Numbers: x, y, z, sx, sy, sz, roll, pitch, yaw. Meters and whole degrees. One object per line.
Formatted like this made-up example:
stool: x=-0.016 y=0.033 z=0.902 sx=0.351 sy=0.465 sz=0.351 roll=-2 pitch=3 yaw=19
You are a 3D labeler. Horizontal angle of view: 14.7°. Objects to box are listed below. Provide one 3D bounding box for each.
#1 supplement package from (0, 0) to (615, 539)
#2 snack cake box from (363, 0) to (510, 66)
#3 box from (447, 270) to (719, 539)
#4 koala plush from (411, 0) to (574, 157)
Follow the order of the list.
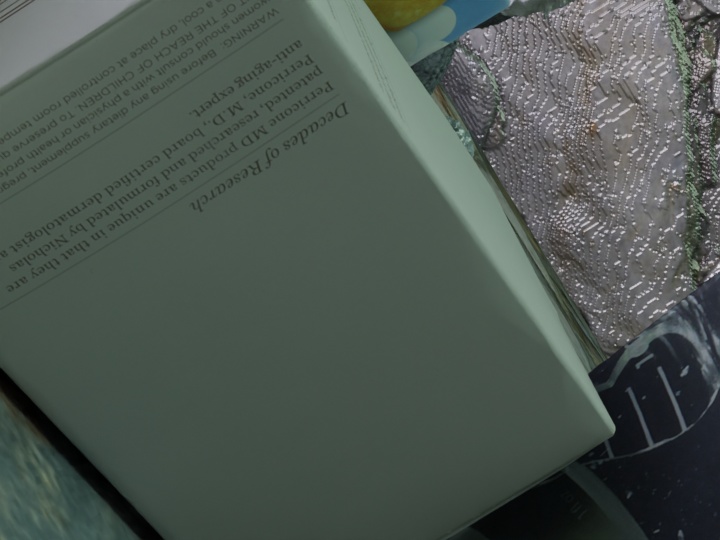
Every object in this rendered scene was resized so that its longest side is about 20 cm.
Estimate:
supplement package: x=-0.039 y=-0.020 z=0.724 sx=0.200 sy=0.117 sz=0.117 roll=52 pitch=8 yaw=-40
snack cake box: x=-0.042 y=-0.152 z=0.774 sx=0.200 sy=0.067 sz=0.115 roll=53 pitch=10 yaw=-43
box: x=0.115 y=0.129 z=0.772 sx=0.124 sy=0.197 sz=0.200 roll=33 pitch=23 yaw=-46
koala plush: x=0.040 y=-0.168 z=1.585 sx=0.178 sy=0.200 sz=0.184 roll=62 pitch=8 yaw=26
